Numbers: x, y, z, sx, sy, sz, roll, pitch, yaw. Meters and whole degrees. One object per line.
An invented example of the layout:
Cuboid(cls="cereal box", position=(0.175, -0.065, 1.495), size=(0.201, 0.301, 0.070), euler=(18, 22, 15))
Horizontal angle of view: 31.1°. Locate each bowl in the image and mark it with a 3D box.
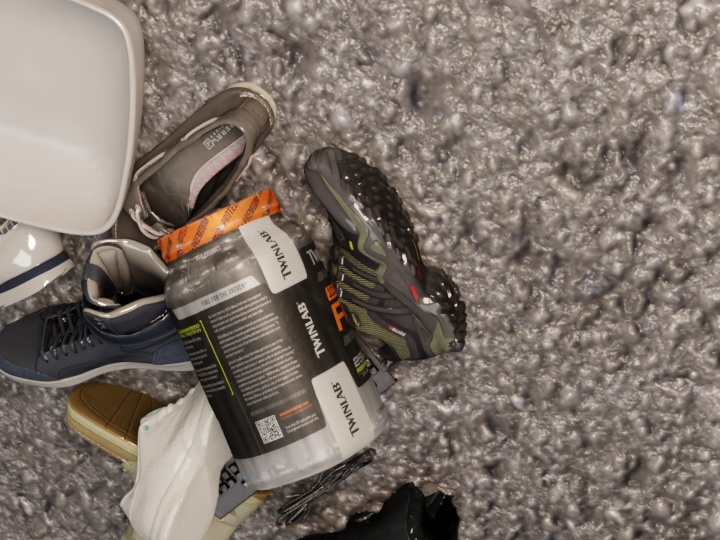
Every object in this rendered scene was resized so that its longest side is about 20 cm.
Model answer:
Cuboid(cls="bowl", position=(-0.254, -0.139, 0.975), size=(0.197, 0.075, 0.202), euler=(17, 123, 3))

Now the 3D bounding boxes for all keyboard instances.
Cuboid(cls="keyboard", position=(-0.052, 0.147, 1.102), size=(0.199, 0.021, 0.127), euler=(-38, 108, 10))

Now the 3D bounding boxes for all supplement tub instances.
Cuboid(cls="supplement tub", position=(-0.069, 0.050, 0.969), size=(0.121, 0.122, 0.202), euler=(-22, 95, 25))

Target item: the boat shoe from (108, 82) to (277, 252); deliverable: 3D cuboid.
Cuboid(cls="boat shoe", position=(-0.141, -0.068, 1.002), size=(0.067, 0.057, 0.200), euler=(41, 122, -13))

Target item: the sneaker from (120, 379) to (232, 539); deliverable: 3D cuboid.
Cuboid(cls="sneaker", position=(-0.141, 0.128, 1.067), size=(0.088, 0.075, 0.202), euler=(28, 92, 33))

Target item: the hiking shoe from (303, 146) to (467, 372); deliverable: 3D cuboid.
Cuboid(cls="hiking shoe", position=(0.000, 0.000, 1.000), size=(0.100, 0.076, 0.201), euler=(-25, 114, 22))

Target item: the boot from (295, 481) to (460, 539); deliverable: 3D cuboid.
Cuboid(cls="boot", position=(-0.017, 0.247, 1.103), size=(0.167, 0.199, 0.077), euler=(-28, 80, 29))

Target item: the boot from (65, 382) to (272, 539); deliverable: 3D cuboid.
Cuboid(cls="boot", position=(-0.197, 0.200, 1.175), size=(0.198, 0.072, 0.155), euler=(27, 120, -10))

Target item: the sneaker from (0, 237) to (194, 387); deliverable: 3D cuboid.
Cuboid(cls="sneaker", position=(-0.225, 0.034, 1.042), size=(0.199, 0.078, 0.146), euler=(-7, 155, 9))

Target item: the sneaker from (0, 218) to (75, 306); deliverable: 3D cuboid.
Cuboid(cls="sneaker", position=(-0.334, -0.003, 1.092), size=(0.198, 0.076, 0.081), euler=(-21, 103, 20))
